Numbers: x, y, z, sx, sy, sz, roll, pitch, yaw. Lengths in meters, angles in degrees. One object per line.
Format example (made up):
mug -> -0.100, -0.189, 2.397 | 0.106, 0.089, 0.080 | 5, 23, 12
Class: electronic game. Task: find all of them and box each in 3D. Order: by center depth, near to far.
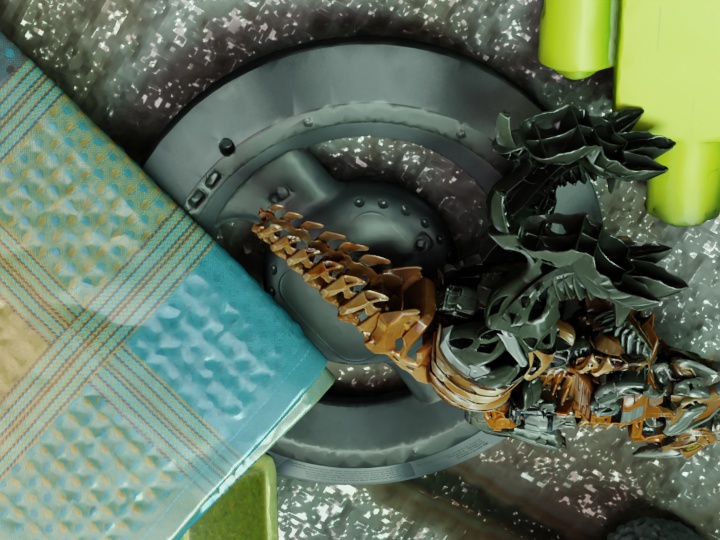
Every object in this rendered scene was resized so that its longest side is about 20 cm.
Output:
electronic game -> 0.000, 0.000, 0.960 | 0.199, 0.042, 0.201 | -2, 117, -4

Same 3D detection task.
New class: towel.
towel -> -0.126, 0.021, 0.913 | 0.147, 0.022, 0.200 | -45, 96, -2

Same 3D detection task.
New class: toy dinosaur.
toy dinosaur -> 0.061, 0.018, 0.904 | 0.199, 0.102, 0.136 | 3, 137, -30

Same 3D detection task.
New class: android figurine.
android figurine -> 0.159, -0.112, 0.904 | 0.181, 0.041, 0.201 | 1, 116, 4

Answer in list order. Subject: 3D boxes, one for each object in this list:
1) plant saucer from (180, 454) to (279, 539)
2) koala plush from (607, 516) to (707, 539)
plant saucer -> -0.131, 0.178, 0.984 | 0.199, 0.048, 0.201 | -9, 108, -24
koala plush -> 0.117, 0.235, 0.955 | 0.177, 0.184, 0.200 | 36, 104, 4
